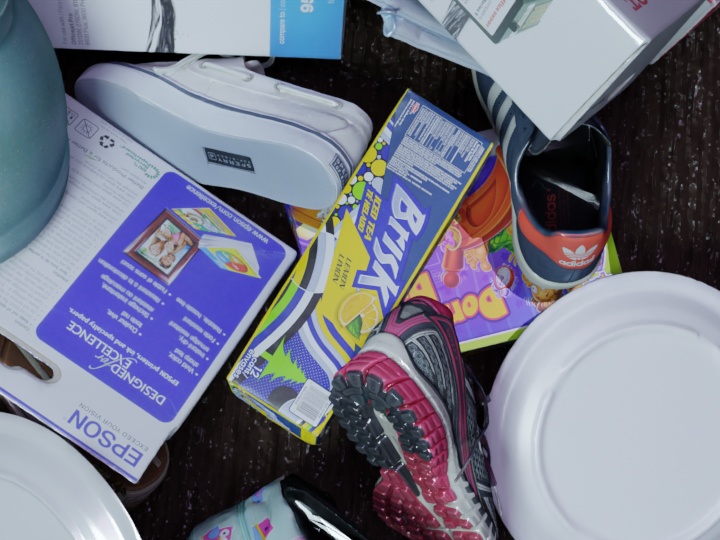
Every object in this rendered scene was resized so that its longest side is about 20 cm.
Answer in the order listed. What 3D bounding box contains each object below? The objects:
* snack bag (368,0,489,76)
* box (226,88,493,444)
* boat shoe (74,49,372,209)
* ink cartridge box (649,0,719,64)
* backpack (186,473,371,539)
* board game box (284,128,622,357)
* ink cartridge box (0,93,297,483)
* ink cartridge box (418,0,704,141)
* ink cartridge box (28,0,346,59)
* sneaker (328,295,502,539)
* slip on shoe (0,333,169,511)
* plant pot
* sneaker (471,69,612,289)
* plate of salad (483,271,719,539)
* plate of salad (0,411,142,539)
[{"bbox_3d":[0.012,-0.206,0.756,0.198,0.021,0.190,18,47,-29],"label":"snack bag"},{"bbox_3d":[0.000,0.000,0.757,0.064,0.070,0.201,32,79,4],"label":"box"},{"bbox_3d":[-0.081,-0.107,0.805,0.200,0.075,0.086,16,53,26],"label":"boat shoe"},{"bbox_3d":[0.219,-0.255,0.838,0.200,0.083,0.146,-40,85,-27],"label":"ink cartridge box"},{"bbox_3d":[-0.025,0.219,0.723,0.126,0.167,0.201,-32,77,-8],"label":"backpack"},{"bbox_3d":[0.060,-0.013,0.824,0.197,0.045,0.136,-13,81,-7],"label":"board game box"},{"bbox_3d":[-0.166,0.006,0.758,0.197,0.044,0.201,34,49,-1],"label":"ink cartridge box"},{"bbox_3d":[0.092,-0.189,0.725,0.200,0.084,0.146,47,38,4],"label":"ink cartridge box"},{"bbox_3d":[-0.108,-0.213,0.801,0.197,0.085,0.146,1,51,-4],"label":"ink cartridge box"},{"bbox_3d":[0.049,0.103,0.740,0.080,0.201,0.075,16,53,31],"label":"sneaker"},{"bbox_3d":[-0.193,0.061,0.780,0.201,0.061,0.076,51,49,4],"label":"slip on shoe"},{"bbox_3d":[-0.251,-0.110,0.690,0.197,0.135,0.202,10,51,-12],"label":"plant pot"},{"bbox_3d":[0.116,-0.095,0.776,0.074,0.085,0.203,-10,75,-6],"label":"sneaker"},{"bbox_3d":[0.171,0.100,0.801,0.197,0.048,0.203,-1,99,-8],"label":"plate of salad"},{"bbox_3d":[-0.182,0.174,0.728,0.198,0.048,0.203,9,107,31],"label":"plate of salad"}]
